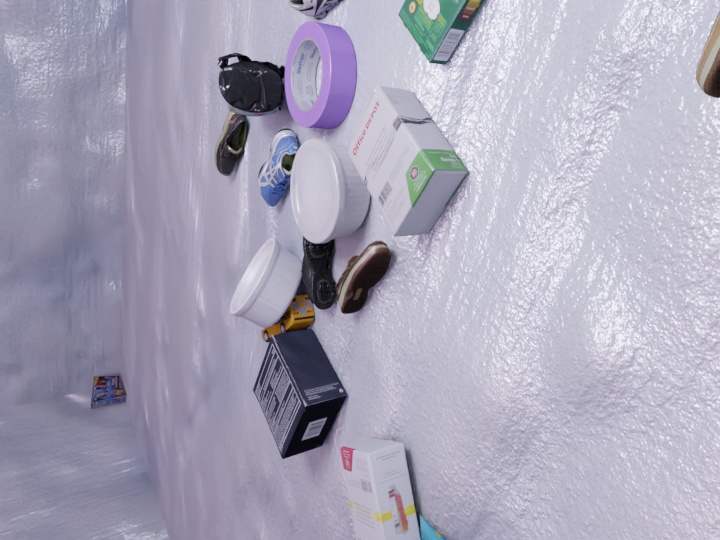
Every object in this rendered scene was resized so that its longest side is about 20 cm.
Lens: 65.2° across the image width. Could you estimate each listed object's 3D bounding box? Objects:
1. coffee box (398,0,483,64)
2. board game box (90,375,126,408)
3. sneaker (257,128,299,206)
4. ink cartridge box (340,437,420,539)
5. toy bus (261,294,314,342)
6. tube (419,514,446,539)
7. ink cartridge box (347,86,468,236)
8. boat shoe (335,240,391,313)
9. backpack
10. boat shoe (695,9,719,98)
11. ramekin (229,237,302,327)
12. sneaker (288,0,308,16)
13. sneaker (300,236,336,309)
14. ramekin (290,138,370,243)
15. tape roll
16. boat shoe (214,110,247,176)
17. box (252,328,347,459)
[{"bbox_3d":[0.139,-0.432,0.842,0.125,0.043,0.202,63,142,27],"label":"coffee box"},{"bbox_3d":[-1.534,0.742,3.439,0.203,0.193,0.063,-113,36,-47],"label":"board game box"},{"bbox_3d":[-0.195,-0.233,1.347,0.078,0.074,0.204,59,140,38],"label":"sneaker"},{"bbox_3d":[0.037,0.441,1.088,0.144,0.081,0.208,-22,76,63],"label":"ink cartridge box"},{"bbox_3d":[-0.187,0.123,1.403,0.198,0.063,0.081,-27,73,55],"label":"toy bus"},{"bbox_3d":[0.157,0.509,0.969,0.198,0.049,0.081,17,107,61],"label":"tube"},{"bbox_3d":[0.071,-0.184,0.947,0.204,0.082,0.147,63,141,28],"label":"ink cartridge box"},{"bbox_3d":[-0.005,0.000,1.106,0.204,0.073,0.077,-57,45,44],"label":"boat shoe"},{"bbox_3d":[-0.249,-0.429,1.316,0.201,0.161,0.131,-106,27,-68],"label":"backpack"},{"bbox_3d":[0.370,-0.264,0.513,0.204,0.070,0.077,-64,31,29],"label":"boat shoe"},{"bbox_3d":[-0.221,0.036,1.342,0.201,0.096,0.203,-47,23,27],"label":"ramekin"},{"bbox_3d":[-0.077,-0.567,1.109,0.198,0.086,0.077,-23,76,54],"label":"sneaker"},{"bbox_3d":[-0.104,-0.019,1.254,0.090,0.074,0.208,7,99,62],"label":"sneaker"},{"bbox_3d":[-0.060,-0.161,1.141,0.200,0.092,0.210,15,108,54],"label":"ramekin"},{"bbox_3d":[-0.087,-0.402,1.169,0.198,0.064,0.208,16,109,54],"label":"tape roll"},{"bbox_3d":[-0.363,-0.351,1.587,0.067,0.070,0.205,56,133,41],"label":"boat shoe"},{"bbox_3d":[-0.146,0.283,1.316,0.200,0.120,0.203,55,135,34],"label":"box"}]
